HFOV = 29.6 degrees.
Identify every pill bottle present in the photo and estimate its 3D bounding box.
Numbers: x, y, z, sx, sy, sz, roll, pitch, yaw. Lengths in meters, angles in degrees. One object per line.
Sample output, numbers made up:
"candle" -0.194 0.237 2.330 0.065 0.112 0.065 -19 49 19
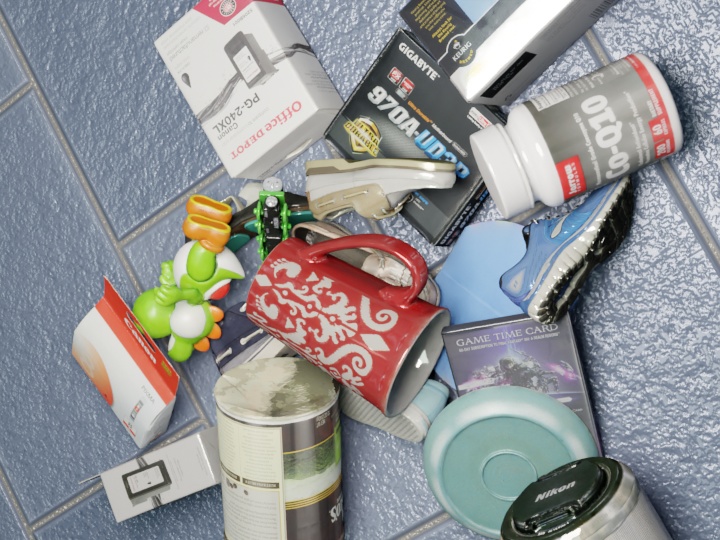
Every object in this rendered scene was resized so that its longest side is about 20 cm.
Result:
"pill bottle" 0.223 -0.136 1.418 0.198 0.114 0.115 -24 83 1

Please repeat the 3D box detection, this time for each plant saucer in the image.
"plant saucer" 0.166 0.222 1.512 0.198 0.027 0.202 4 115 9

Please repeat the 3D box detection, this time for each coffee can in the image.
"coffee can" -0.092 0.223 1.578 0.145 0.146 0.202 9 116 24

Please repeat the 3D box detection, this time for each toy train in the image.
"toy train" -0.098 -0.041 1.577 0.041 0.201 0.057 3 61 0

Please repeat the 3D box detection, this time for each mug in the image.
"mug" -0.008 0.036 1.507 0.199 0.133 0.179 28 95 19

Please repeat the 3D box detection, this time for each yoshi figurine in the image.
"yoshi figurine" -0.219 0.013 1.626 0.112 0.112 0.202 37 122 35

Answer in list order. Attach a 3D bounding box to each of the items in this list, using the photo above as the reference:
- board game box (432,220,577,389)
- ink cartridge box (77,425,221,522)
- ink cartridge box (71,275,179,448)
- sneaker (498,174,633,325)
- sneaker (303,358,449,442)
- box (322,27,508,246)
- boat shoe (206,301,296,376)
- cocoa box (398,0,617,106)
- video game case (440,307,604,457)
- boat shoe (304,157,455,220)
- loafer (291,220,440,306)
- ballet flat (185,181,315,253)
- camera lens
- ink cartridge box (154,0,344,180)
"board game box" 0.156 0.044 1.542 0.157 0.039 0.201 36 105 25
"ink cartridge box" -0.238 0.253 1.694 0.199 0.116 0.069 -24 84 25
"ink cartridge box" -0.292 0.118 1.682 0.050 0.200 0.163 -33 76 -23
"sneaker" 0.219 -0.040 1.449 0.089 0.079 0.200 30 68 32
"sneaker" 0.022 0.133 1.603 0.199 0.082 0.074 25 146 35
"box" 0.072 -0.150 1.548 0.200 0.046 0.159 46 111 22
"boat shoe" -0.107 0.061 1.643 0.200 0.074 0.093 -40 71 21
"cocoa box" 0.166 -0.292 1.457 0.200 0.133 0.132 -43 76 21
"video game case" 0.180 0.142 1.496 0.141 0.019 0.202 -10 111 16
"boat shoe" 0.023 -0.090 1.512 0.198 0.074 0.069 1 92 41
"loafer" 0.000 0.000 1.577 0.199 0.063 0.073 31 100 31
"ballet flat" -0.138 -0.066 1.654 0.198 0.068 0.069 -22 73 24
"camera lens" 0.251 0.310 1.425 0.159 0.160 0.201 -27 104 24
"ink cartridge box" -0.131 -0.229 1.626 0.145 0.083 0.201 -35 79 22
